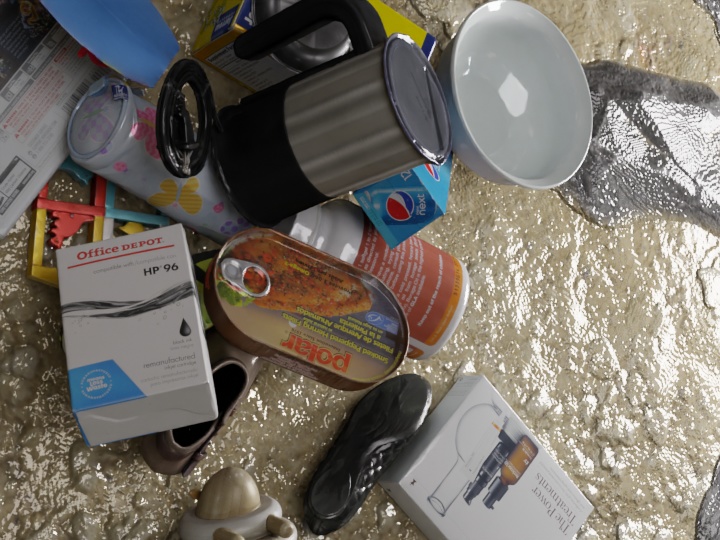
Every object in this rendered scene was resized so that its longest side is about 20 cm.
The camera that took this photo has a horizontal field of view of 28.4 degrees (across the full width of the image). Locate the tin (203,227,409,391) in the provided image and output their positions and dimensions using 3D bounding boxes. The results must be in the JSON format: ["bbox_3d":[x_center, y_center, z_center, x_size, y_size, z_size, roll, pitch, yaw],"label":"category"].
[{"bbox_3d":[-0.049,0.038,1.279,0.198,0.042,0.113,25,53,-20],"label":"tin"}]

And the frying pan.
[{"bbox_3d":[-0.026,-0.208,1.329,0.115,0.031,0.191,-37,100,-25],"label":"frying pan"}]

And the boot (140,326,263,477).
[{"bbox_3d":[-0.128,0.102,1.289,0.070,0.146,0.201,35,68,-7],"label":"boot"}]

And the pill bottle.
[{"bbox_3d":[0.000,0.000,1.394,0.198,0.112,0.114,27,72,-24],"label":"pill bottle"}]

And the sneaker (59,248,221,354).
[{"bbox_3d":[-0.171,0.046,1.302,0.198,0.076,0.076,-27,128,-23],"label":"sneaker"}]

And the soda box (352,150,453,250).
[{"bbox_3d":[0.044,-0.096,1.388,0.064,0.200,0.068,-33,104,16],"label":"soda box"}]

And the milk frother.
[{"bbox_3d":[-0.052,-0.130,1.216,0.182,0.186,0.200,63,28,-15],"label":"milk frother"}]

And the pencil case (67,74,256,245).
[{"bbox_3d":[-0.172,-0.097,1.292,0.199,0.083,0.091,33,29,-41],"label":"pencil case"}]

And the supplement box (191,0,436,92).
[{"bbox_3d":[-0.045,-0.220,1.395,0.199,0.108,0.111,29,71,-23],"label":"supplement box"}]

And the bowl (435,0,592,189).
[{"bbox_3d":[0.144,-0.174,1.498,0.199,0.090,0.204,11,71,-36],"label":"bowl"}]

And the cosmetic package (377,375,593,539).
[{"bbox_3d":[0.133,0.233,1.478,0.200,0.052,0.151,49,67,-16],"label":"cosmetic package"}]

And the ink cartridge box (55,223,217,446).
[{"bbox_3d":[-0.194,0.036,1.214,0.114,0.068,0.202,-12,57,-4],"label":"ink cartridge box"}]

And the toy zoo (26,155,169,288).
[{"bbox_3d":[-0.239,-0.055,1.319,0.130,0.020,0.203,8,80,-28],"label":"toy zoo"}]

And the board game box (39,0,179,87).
[{"bbox_3d":[-0.242,-0.226,1.280,0.158,0.039,0.201,44,22,-15],"label":"board game box"}]

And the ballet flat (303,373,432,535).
[{"bbox_3d":[0.004,0.178,1.422,0.066,0.057,0.200,36,60,9],"label":"ballet flat"}]

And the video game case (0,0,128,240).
[{"bbox_3d":[-0.331,-0.159,1.263,0.181,0.023,0.201,38,68,-10],"label":"video game case"}]

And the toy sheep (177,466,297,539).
[{"bbox_3d":[-0.107,0.276,1.293,0.136,0.137,0.203,-9,98,-29],"label":"toy sheep"}]
